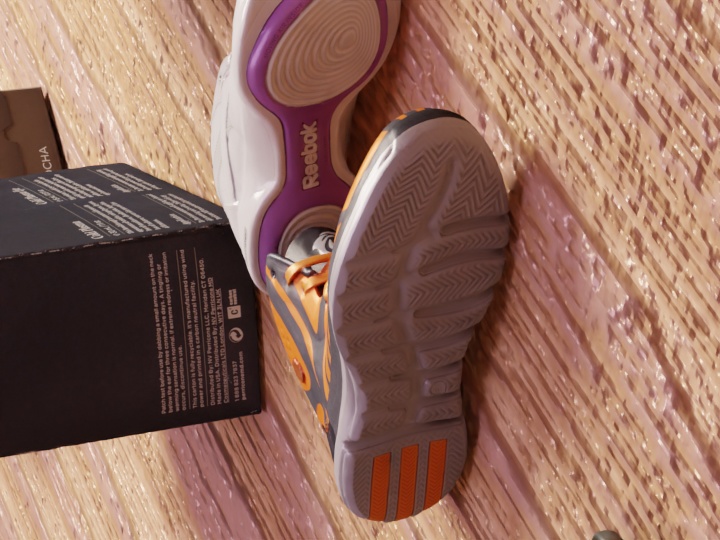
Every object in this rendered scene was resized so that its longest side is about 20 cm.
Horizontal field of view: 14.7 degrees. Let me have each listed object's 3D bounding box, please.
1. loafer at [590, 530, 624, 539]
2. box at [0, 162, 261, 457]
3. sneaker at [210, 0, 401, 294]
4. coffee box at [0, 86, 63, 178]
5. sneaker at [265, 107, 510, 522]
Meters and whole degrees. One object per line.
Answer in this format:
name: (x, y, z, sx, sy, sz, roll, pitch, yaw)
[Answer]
loafer: (0.063, 0.173, 1.062, 0.200, 0.070, 0.075, 107, 147, -46)
box: (-0.172, 0.018, 1.436, 0.200, 0.182, 0.104, -155, 60, -65)
sneaker: (-0.037, -0.087, 1.213, 0.100, 0.075, 0.200, -124, 34, -46)
coffee box: (-0.240, -0.015, 1.726, 0.200, 0.080, 0.113, 121, 137, -57)
sneaker: (0.000, 0.000, 1.149, 0.112, 0.078, 0.200, -123, 33, -45)
